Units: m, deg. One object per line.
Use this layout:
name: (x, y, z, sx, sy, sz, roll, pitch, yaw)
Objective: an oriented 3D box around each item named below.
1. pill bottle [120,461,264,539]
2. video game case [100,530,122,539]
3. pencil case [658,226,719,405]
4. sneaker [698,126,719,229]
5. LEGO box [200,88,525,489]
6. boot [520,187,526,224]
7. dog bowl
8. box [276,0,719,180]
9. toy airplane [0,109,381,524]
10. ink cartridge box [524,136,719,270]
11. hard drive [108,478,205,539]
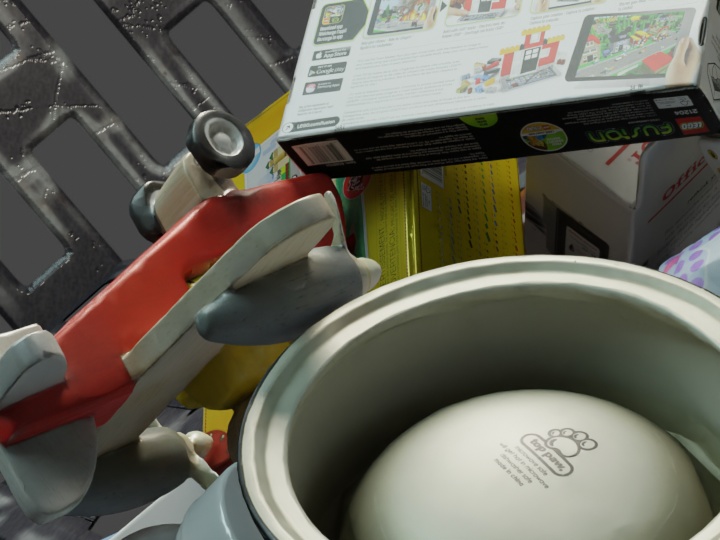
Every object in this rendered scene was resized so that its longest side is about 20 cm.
pill bottle: (-0.076, 0.173, 0.869, 0.200, 0.119, 0.120, -48, 6, 25)
video game case: (-0.089, 0.135, 1.217, 0.199, 0.018, 0.143, -25, -4, 1)
pencil case: (0.208, -0.013, 0.818, 0.200, 0.091, 0.083, -36, 2, 27)
sneaker: (0.177, -0.032, 0.943, 0.074, 0.116, 0.200, -49, 13, -31)
LEGO box: (0.000, 0.000, 1.021, 0.149, 0.077, 0.201, -34, 43, 36)
boot: (0.112, -0.053, 1.112, 0.188, 0.069, 0.200, -7, -44, -46)
dog bowl: (0.059, 0.080, 0.776, 0.199, 0.074, 0.200, -6, 34, 4)
box: (0.066, -0.102, 0.944, 0.199, 0.035, 0.110, -5, 56, 30)
toy airplane: (-0.074, 0.042, 0.894, 0.199, 0.141, 0.200, -46, 2, 2)
ink cartridge box: (0.138, -0.053, 1.023, 0.116, 0.067, 0.200, -43, -24, -20)
hard drive: (-0.115, 0.174, 1.112, 0.132, 0.025, 0.200, -39, -15, -18)
